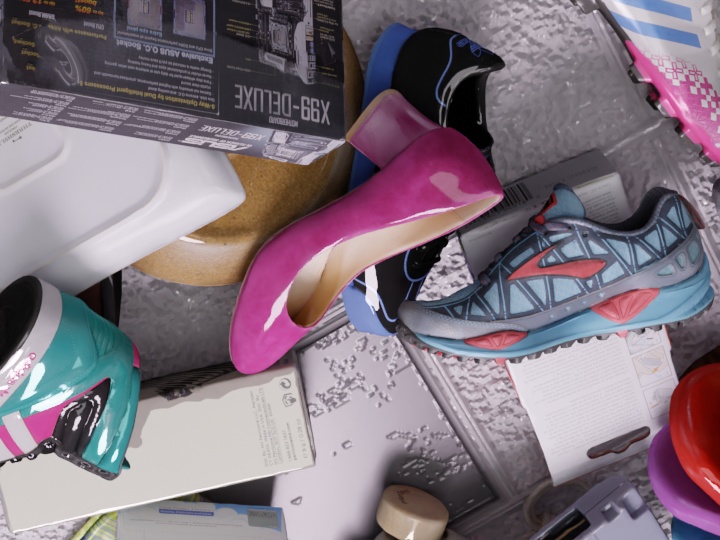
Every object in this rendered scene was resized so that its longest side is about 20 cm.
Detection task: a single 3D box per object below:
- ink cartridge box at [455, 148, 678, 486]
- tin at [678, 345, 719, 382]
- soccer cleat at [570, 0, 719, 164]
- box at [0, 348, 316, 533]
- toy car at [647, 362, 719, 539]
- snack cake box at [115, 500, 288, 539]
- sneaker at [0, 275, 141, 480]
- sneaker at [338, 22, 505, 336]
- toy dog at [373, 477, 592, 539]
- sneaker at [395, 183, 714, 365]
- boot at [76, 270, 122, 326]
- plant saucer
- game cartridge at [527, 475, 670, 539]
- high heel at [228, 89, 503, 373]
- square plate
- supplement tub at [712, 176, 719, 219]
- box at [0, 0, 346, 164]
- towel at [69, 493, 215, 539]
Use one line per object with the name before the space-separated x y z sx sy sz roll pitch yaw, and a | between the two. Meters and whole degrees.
ink cartridge box | 0.141 0.034 0.997 0.108 0.050 0.202 -21 115 2
tin | 0.306 0.083 1.046 0.199 0.042 0.113 -29 109 6
soccer cleat | 0.191 -0.152 0.913 0.086 0.070 0.200 -39 112 10
box | -0.130 0.107 0.967 0.198 0.082 0.069 -12 96 -4
toy car | 0.255 0.131 0.955 0.149 0.175 0.201 24 141 18
snack cake box | -0.116 0.259 1.025 0.114 0.067 0.202 5 112 -11
sneaker | -0.195 0.092 0.887 0.120 0.084 0.200 27 125 -34
sneaker | 0.039 -0.047 0.925 0.077 0.070 0.202 17 114 28
toy dog | 0.082 0.221 1.042 0.197 0.097 0.133 -2 113 -7
sneaker | 0.113 -0.004 0.920 0.198 0.079 0.097 -12 101 -9
boot | -0.251 -0.019 0.914 0.198 0.069 0.190 -12 114 -1
plant saucer | -0.084 -0.089 0.889 0.198 0.035 0.203 -3 98 -19
game cartridge | 0.129 0.241 1.015 0.199 0.040 0.134 -38 120 -3
high heel | 0.000 0.000 0.882 0.201 0.096 0.067 -54 152 13
square plate | -0.194 -0.079 0.847 0.199 0.028 0.199 -28 94 14
supplement tub | 0.332 -0.057 0.943 0.199 0.123 0.123 -34 113 7
box | -0.103 -0.150 0.808 0.198 0.050 0.160 6 74 -31
towel | -0.116 0.235 1.063 0.200 0.023 0.144 39 104 -20
